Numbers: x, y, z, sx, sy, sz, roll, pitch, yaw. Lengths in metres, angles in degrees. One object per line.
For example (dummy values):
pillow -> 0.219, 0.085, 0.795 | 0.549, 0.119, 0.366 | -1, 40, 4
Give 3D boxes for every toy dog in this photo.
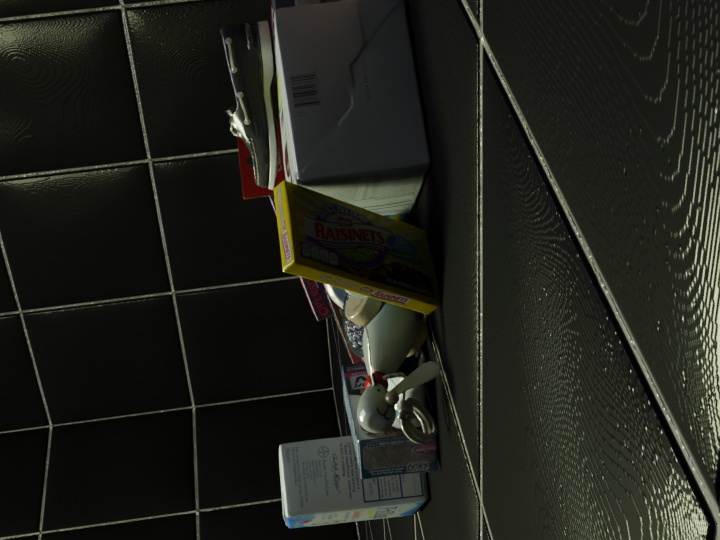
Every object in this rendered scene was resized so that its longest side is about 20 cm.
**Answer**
toy dog -> 0.044, 0.088, 1.424 | 0.096, 0.131, 0.201 | -44, 45, 33

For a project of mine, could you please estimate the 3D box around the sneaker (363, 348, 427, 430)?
sneaker -> 0.051, 0.104, 1.573 | 0.200, 0.074, 0.087 | -111, 24, -53

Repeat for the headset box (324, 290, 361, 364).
headset box -> -0.012, 0.042, 1.960 | 0.149, 0.077, 0.201 | -111, 0, -75

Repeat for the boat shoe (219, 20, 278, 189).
boat shoe -> -0.129, -0.192, 1.470 | 0.074, 0.060, 0.201 | -105, 11, -65

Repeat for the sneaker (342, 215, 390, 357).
sneaker -> 0.027, 0.010, 1.560 | 0.066, 0.078, 0.201 | 16, 106, 46

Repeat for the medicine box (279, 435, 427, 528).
medicine box -> -0.014, 0.300, 1.782 | 0.182, 0.199, 0.104 | 97, 167, -73

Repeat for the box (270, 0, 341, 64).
box -> -0.057, -0.306, 1.824 | 0.115, 0.131, 0.201 | 112, 151, -77

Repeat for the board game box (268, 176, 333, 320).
board game box -> -0.087, -0.033, 1.727 | 0.120, 0.032, 0.201 | -105, -6, -85

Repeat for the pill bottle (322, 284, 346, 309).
pill bottle -> 0.000, 0.000, 1.709 | 0.200, 0.112, 0.113 | -148, 51, -85

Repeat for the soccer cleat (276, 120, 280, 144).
soccer cleat -> -0.084, -0.125, 1.738 | 0.200, 0.066, 0.077 | 54, 129, 26

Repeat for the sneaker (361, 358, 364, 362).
sneaker -> 0.022, 0.076, 1.803 | 0.113, 0.071, 0.201 | 84, 171, -75

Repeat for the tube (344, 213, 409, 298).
tube -> 0.029, -0.020, 1.451 | 0.200, 0.050, 0.078 | -43, -45, -66

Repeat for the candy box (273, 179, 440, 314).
candy box -> -0.002, -0.023, 1.320 | 0.026, 0.199, 0.103 | -39, 48, 36

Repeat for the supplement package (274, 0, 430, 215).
supplement package -> -0.016, -0.172, 1.395 | 0.200, 0.146, 0.192 | 106, 157, -77

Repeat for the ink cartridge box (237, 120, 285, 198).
ink cartridge box -> -0.064, -0.174, 1.673 | 0.163, 0.199, 0.057 | -101, 9, -46

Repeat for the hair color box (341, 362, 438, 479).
hair color box -> 0.035, 0.188, 1.616 | 0.200, 0.099, 0.061 | -107, 12, -66
